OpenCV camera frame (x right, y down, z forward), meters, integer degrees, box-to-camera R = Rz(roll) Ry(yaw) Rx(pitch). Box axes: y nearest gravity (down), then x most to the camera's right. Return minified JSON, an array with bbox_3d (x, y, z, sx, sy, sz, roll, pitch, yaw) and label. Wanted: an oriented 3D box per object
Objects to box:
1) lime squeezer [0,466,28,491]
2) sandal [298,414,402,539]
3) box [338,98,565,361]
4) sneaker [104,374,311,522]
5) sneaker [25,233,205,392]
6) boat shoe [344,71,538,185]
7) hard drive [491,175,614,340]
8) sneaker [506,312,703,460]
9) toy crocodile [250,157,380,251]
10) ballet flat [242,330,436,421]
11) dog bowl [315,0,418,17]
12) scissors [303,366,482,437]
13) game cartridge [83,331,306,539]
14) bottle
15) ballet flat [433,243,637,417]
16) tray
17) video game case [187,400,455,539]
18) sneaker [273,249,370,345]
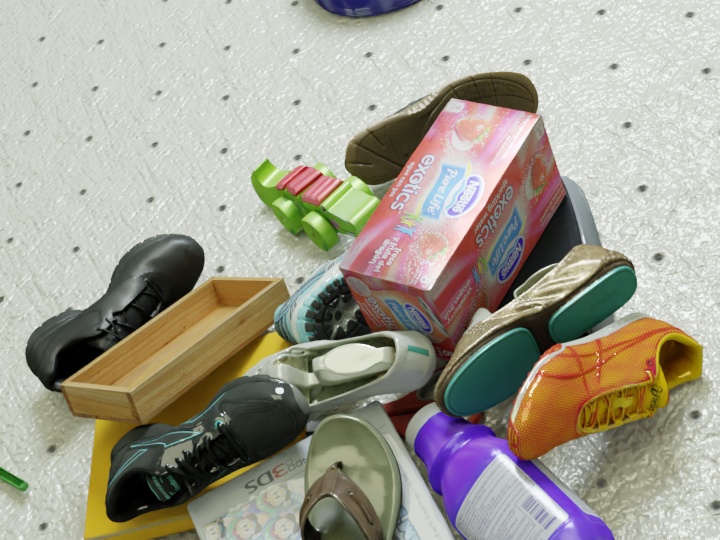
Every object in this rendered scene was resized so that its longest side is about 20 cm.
[{"bbox_3d":[-0.383,0.152,1.402,0.199,0.071,0.038,36,51,11],"label":"lime squeezer"},{"bbox_3d":[-0.013,0.199,1.136,0.079,0.057,0.203,-4,57,13],"label":"sandal"},{"bbox_3d":[0.082,-0.035,1.260,0.094,0.103,0.201,15,57,34],"label":"box"},{"bbox_3d":[-0.126,0.152,1.209,0.199,0.076,0.079,-27,22,25],"label":"sneaker"},{"bbox_3d":[-0.221,0.047,1.396,0.200,0.076,0.091,-42,25,-2],"label":"sneaker"},{"bbox_3d":[0.073,-0.141,1.436,0.198,0.074,0.065,-20,11,-9],"label":"boat shoe"},{"bbox_3d":[0.145,0.006,1.295,0.134,0.042,0.201,-14,47,13],"label":"hard drive"},{"bbox_3d":[0.189,0.088,1.145,0.199,0.074,0.077,-29,36,-33],"label":"sneaker"},{"bbox_3d":[-0.041,-0.069,1.414,0.067,0.062,0.200,-41,26,-12],"label":"toy crocodile"},{"bbox_3d":[-0.036,0.084,1.224,0.198,0.070,0.070,-16,46,25],"label":"ballet flat"},{"bbox_3d":[0.019,-0.377,1.660,0.198,0.079,0.201,-13,47,15],"label":"dog bowl"},{"bbox_3d":[0.006,0.132,1.269,0.198,0.014,0.074,-18,47,10],"label":"scissors"},{"bbox_3d":[-0.142,0.147,1.311,0.198,0.033,0.177,-13,49,14],"label":"game cartridge"},{"bbox_3d":[0.107,0.175,1.143,0.200,0.065,0.084,42,104,44],"label":"bottle"},{"bbox_3d":[0.131,0.045,1.199,0.199,0.071,0.065,-32,38,-14],"label":"ballet flat"},{"bbox_3d":[-0.160,0.068,1.325,0.098,0.037,0.200,1,29,42],"label":"tray"},{"bbox_3d":[-0.022,0.223,1.173,0.181,0.024,0.201,-28,55,-3],"label":"video game case"},{"bbox_3d":[0.000,0.000,1.335,0.199,0.078,0.086,-36,22,-31],"label":"sneaker"}]
